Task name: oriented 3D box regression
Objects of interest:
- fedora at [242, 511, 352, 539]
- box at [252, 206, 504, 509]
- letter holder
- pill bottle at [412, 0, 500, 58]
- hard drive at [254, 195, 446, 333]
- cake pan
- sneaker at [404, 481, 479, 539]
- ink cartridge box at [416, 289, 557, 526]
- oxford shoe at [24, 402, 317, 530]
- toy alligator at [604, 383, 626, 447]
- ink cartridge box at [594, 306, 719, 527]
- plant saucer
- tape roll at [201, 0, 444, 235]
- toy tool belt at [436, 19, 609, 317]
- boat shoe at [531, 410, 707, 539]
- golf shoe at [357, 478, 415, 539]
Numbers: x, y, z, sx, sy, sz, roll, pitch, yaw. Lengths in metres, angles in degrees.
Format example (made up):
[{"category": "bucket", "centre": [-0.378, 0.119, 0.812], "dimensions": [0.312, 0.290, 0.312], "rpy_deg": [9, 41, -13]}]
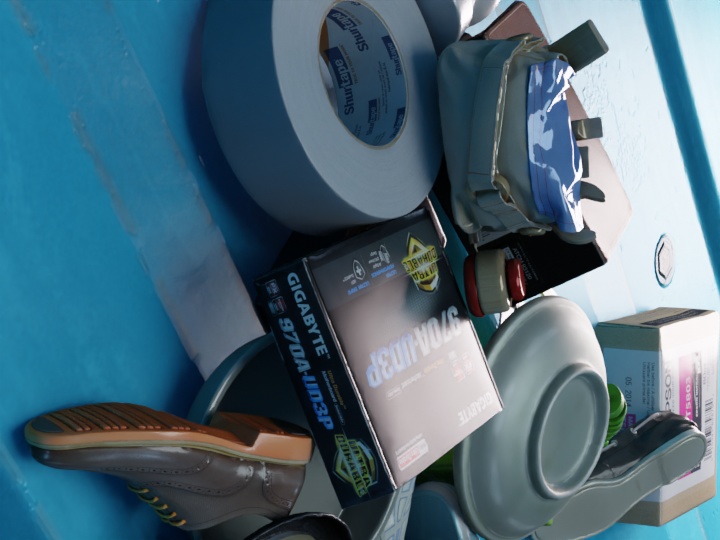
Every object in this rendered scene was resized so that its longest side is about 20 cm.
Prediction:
[{"category": "fedora", "centre": [-0.056, 0.258, 1.107], "dimensions": [0.200, 0.091, 0.202], "rpy_deg": [-34, 145, -28]}, {"category": "box", "centre": [0.017, 0.053, 1.167], "dimensions": [0.200, 0.046, 0.161], "rpy_deg": [-23, 93, -62]}, {"category": "letter holder", "centre": [0.123, -0.097, 1.374], "dimensions": [0.201, 0.100, 0.142], "rpy_deg": [60, 28, -9]}, {"category": "pill bottle", "centre": [0.072, -0.258, 1.321], "dimensions": [0.201, 0.115, 0.116], "rpy_deg": [-58, 137, -37]}, {"category": "hard drive", "centre": [0.000, 0.000, 1.292], "dimensions": [0.201, 0.042, 0.136], "rpy_deg": [-58, 137, -37]}, {"category": "cake pan", "centre": [-0.049, 0.130, 1.189], "dimensions": [0.199, 0.037, 0.203], "rpy_deg": [-11, 106, -42]}, {"category": "sneaker", "centre": [0.085, 0.240, 1.414], "dimensions": [0.130, 0.079, 0.202], "rpy_deg": [-36, 131, -49]}, {"category": "ink cartridge box", "centre": [0.111, 0.098, 1.449], "dimensions": [0.148, 0.075, 0.202], "rpy_deg": [43, 49, -50]}, {"category": "oxford shoe", "centre": [-0.116, 0.126, 1.062], "dimensions": [0.198, 0.071, 0.074], "rpy_deg": [9, 96, -33]}, {"category": "toy alligator", "centre": [0.204, 0.139, 1.535], "dimensions": [0.201, 0.054, 0.060], "rpy_deg": [90, 7, -62]}, {"category": "ink cartridge box", "centre": [0.303, 0.145, 1.752], "dimensions": [0.164, 0.074, 0.203], "rpy_deg": [-11, 102, -58]}, {"category": "plant saucer", "centre": [0.149, 0.123, 1.356], "dimensions": [0.199, 0.050, 0.203], "rpy_deg": [-21, 117, -47]}, {"category": "tape roll", "centre": [-0.022, -0.129, 1.190], "dimensions": [0.199, 0.066, 0.203], "rpy_deg": [23, 61, -49]}, {"category": "toy tool belt", "centre": [0.126, -0.071, 1.231], "dimensions": [0.125, 0.121, 0.203], "rpy_deg": [-33, 116, -76]}, {"category": "boat shoe", "centre": [0.234, 0.194, 1.624], "dimensions": [0.198, 0.057, 0.067], "rpy_deg": [-26, 126, -16]}, {"category": "golf shoe", "centre": [0.008, 0.169, 1.310], "dimensions": [0.097, 0.078, 0.202], "rpy_deg": [58, 49, -65]}]
